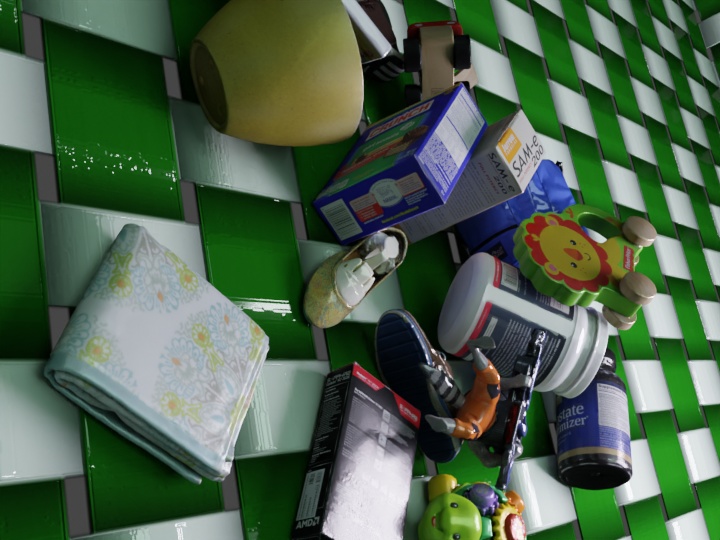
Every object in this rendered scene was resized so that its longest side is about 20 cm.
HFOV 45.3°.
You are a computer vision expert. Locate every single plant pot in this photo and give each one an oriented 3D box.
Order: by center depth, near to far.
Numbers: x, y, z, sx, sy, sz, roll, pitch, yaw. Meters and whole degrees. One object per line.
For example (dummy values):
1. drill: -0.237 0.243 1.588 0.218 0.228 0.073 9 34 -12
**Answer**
1. plant pot: -0.106 -0.223 0.954 0.140 0.199 0.204 -21 88 -24

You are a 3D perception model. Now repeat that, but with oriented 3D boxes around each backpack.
1. backpack: 0.238 -0.034 1.270 0.166 0.162 0.203 -14 73 -39

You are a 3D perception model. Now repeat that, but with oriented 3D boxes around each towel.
1. towel: -0.179 0.080 0.807 0.200 0.048 0.173 44 40 -28

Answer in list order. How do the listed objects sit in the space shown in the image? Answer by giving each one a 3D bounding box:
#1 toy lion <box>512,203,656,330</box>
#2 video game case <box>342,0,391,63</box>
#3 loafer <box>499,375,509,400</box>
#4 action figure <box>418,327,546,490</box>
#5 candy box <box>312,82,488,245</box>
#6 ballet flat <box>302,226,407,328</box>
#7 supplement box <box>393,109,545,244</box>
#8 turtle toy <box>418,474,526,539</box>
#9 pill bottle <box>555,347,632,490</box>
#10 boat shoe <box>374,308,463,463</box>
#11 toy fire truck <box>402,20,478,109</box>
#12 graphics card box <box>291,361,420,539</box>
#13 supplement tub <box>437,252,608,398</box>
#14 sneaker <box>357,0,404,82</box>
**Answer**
1. toy lion: 0.296 -0.023 1.152 0.189 0.069 0.202 26 42 -1
2. video game case: -0.072 -0.325 1.041 0.200 0.181 0.022 47 71 -24
3. loafer: 0.216 0.152 1.239 0.071 0.064 0.200 35 40 12
4. action figure: 0.151 0.144 1.036 0.194 0.103 0.203 51 55 -52
5. candy box: 0.054 -0.138 1.098 0.078 0.167 0.201 55 39 -19
6. ballet flat: 0.000 0.000 1.047 0.072 0.070 0.200 59 38 -9
7. supplement box: 0.139 -0.124 1.168 0.074 0.198 0.126 55 40 -14
8. turtle toy: 0.135 0.312 1.023 0.198 0.100 0.149 23 55 -42
9. pill bottle: 0.357 0.223 1.331 0.111 0.111 0.204 34 48 -35
10. boat shoe: 0.076 0.135 1.077 0.072 0.071 0.204 -38 112 -56
11. toy fire truck: 0.125 -0.289 1.287 0.201 0.125 0.180 -91 177 -60
12. graphics card box: 0.001 0.221 0.949 0.125 0.050 0.203 39 44 -32
13. supplement tub: 0.214 0.075 1.156 0.197 0.141 0.142 24 49 -7
14. sneaker: -0.013 -0.357 1.217 0.199 0.075 0.118 29 45 -52
